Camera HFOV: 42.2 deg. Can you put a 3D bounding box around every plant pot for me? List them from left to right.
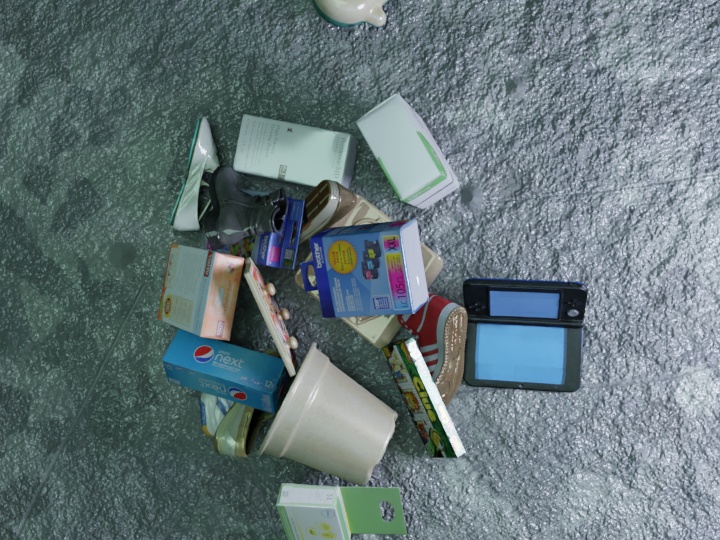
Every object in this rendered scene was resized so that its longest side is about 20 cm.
[{"bbox_3d":[-0.045,0.250,1.525,0.181,0.200,0.203,27,93,-1],"label":"plant pot"}]

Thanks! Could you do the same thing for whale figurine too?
[{"bbox_3d":[0.008,-0.485,1.590,0.196,0.104,0.162,-18,84,-15],"label":"whale figurine"}]

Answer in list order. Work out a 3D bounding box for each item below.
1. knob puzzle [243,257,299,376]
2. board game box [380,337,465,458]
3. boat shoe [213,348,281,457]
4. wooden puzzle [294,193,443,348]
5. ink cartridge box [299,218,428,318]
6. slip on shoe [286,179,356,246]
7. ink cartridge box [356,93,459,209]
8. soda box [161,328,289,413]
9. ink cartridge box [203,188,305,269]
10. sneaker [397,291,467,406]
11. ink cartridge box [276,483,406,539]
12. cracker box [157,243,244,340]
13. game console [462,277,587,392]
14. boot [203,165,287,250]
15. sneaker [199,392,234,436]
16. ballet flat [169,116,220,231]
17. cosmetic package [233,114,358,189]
[{"bbox_3d":[-0.137,0.067,1.527,0.030,0.220,0.223,-24,83,-1],"label":"knob puzzle"},{"bbox_3d":[0.100,0.210,1.521,0.023,0.104,0.203,-24,89,-26],"label":"board game box"},{"bbox_3d":[-0.172,0.226,1.563,0.065,0.075,0.202,15,60,20],"label":"boat shoe"},{"bbox_3d":[0.015,0.001,1.586,0.199,0.046,0.187,37,95,5],"label":"wooden puzzle"},{"bbox_3d":[0.000,0.000,1.497,0.196,0.076,0.140,-4,102,29],"label":"ink cartridge box"},{"bbox_3d":[-0.083,-0.087,1.569,0.199,0.060,0.077,-38,52,42],"label":"slip on shoe"},{"bbox_3d":[0.081,-0.185,1.501,0.083,0.200,0.148,-31,82,11],"label":"ink cartridge box"},{"bbox_3d":[-0.219,0.164,1.523,0.196,0.065,0.069,15,52,12],"label":"soda box"},{"bbox_3d":[-0.182,-0.074,1.582,0.197,0.042,0.122,11,90,38],"label":"ink cartridge box"},{"bbox_3d":[0.113,0.128,1.545,0.112,0.070,0.204,31,124,41],"label":"sneaker"},{"bbox_3d":[-0.029,0.410,1.531,0.195,0.147,0.049,1,44,12],"label":"ink cartridge box"},{"bbox_3d":[-0.269,0.033,1.555,0.057,0.199,0.137,11,90,-32],"label":"cracker box"},{"bbox_3d":[0.262,0.105,1.500,0.195,0.172,0.121,2,61,10],"label":"game console"},{"bbox_3d":[-0.179,-0.110,1.517,0.129,0.071,0.202,-14,42,8],"label":"boot"},{"bbox_3d":[-0.241,0.182,1.621,0.086,0.075,0.205,-5,87,-8],"label":"sneaker"},{"bbox_3d":[-0.282,-0.165,1.642,0.068,0.069,0.204,17,95,11],"label":"ballet flat"},{"bbox_3d":[-0.110,-0.198,1.601,0.196,0.074,0.104,11,90,12],"label":"cosmetic package"}]
